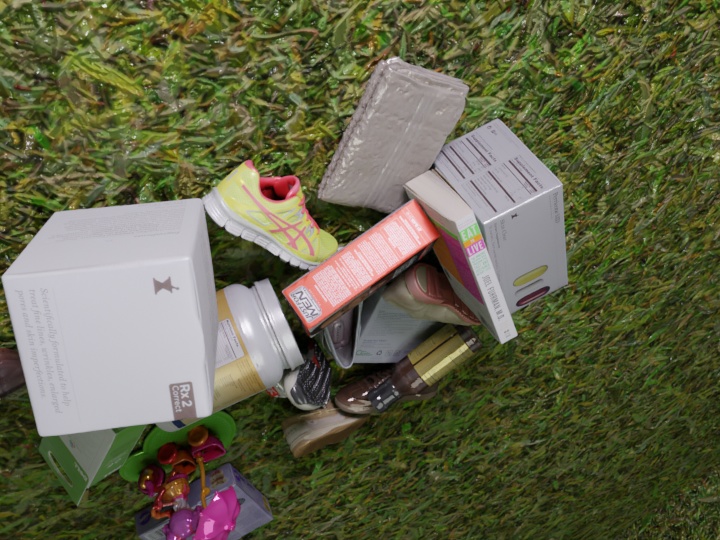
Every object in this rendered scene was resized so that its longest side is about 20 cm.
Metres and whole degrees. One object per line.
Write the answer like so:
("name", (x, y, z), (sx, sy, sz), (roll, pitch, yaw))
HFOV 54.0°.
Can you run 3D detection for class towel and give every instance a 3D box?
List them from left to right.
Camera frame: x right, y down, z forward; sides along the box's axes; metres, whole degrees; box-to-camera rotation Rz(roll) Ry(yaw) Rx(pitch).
("towel", (0.038, -0.158, 0.866), (0.132, 0.035, 0.201), (7, 128, -34))

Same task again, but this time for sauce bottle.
("sauce bottle", (-0.456, 0.128, 0.840), (0.199, 0.066, 0.066), (-13, 136, -21))
("sauce bottle", (0.099, 0.152, 1.124), (0.199, 0.065, 0.065), (-36, 139, 8))

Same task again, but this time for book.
("book", (0.132, -0.015, 0.900), (0.048, 0.134, 0.201), (-29, 125, -3))

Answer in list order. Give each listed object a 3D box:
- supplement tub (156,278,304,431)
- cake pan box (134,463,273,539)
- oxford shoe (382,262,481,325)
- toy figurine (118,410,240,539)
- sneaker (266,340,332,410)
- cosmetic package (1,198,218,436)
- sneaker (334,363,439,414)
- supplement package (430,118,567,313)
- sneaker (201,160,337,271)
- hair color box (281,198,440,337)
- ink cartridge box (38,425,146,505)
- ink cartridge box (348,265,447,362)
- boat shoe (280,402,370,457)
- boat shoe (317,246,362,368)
("supplement tub", (-0.186, 0.105, 0.913), (0.199, 0.145, 0.145), (-24, 139, -7))
("cake pan box", (-0.279, 0.446, 1.271), (0.199, 0.052, 0.185), (-29, 137, -1))
("oxford shoe", (0.110, 0.042, 1.036), (0.074, 0.071, 0.199), (-26, 145, 32))
("toy figurine", (-0.262, 0.340, 1.072), (0.199, 0.185, 0.150), (-28, 139, -1))
("sneaker", (-0.097, 0.164, 1.013), (0.093, 0.200, 0.071), (-28, 98, 7))
("cosmetic package", (-0.237, 0.037, 0.721), (0.164, 0.200, 0.166), (-6, 111, -7))
("sneaker", (0.046, 0.186, 1.202), (0.199, 0.070, 0.076), (-6, 115, -29))
("supplement package", (0.188, -0.067, 0.949), (0.110, 0.156, 0.201), (-27, 139, -3))
("sneaker", (-0.088, -0.066, 0.853), (0.199, 0.078, 0.090), (25, 109, -46))
("hair color box", (0.000, 0.000, 0.895), (0.199, 0.061, 0.102), (-35, 172, -8))
("ink cartridge box", (-0.355, 0.214, 0.934), (0.059, 0.104, 0.200), (-27, 160, -50))
("ink cartridge box", (0.091, 0.064, 1.111), (0.198, 0.041, 0.201), (6, 127, -35))
("boat shoe", (-0.056, 0.252, 1.193), (0.074, 0.069, 0.199), (-47, 157, 24))
("boat shoe", (-0.028, 0.054, 1.012), (0.074, 0.065, 0.203), (-13, 133, -20))
